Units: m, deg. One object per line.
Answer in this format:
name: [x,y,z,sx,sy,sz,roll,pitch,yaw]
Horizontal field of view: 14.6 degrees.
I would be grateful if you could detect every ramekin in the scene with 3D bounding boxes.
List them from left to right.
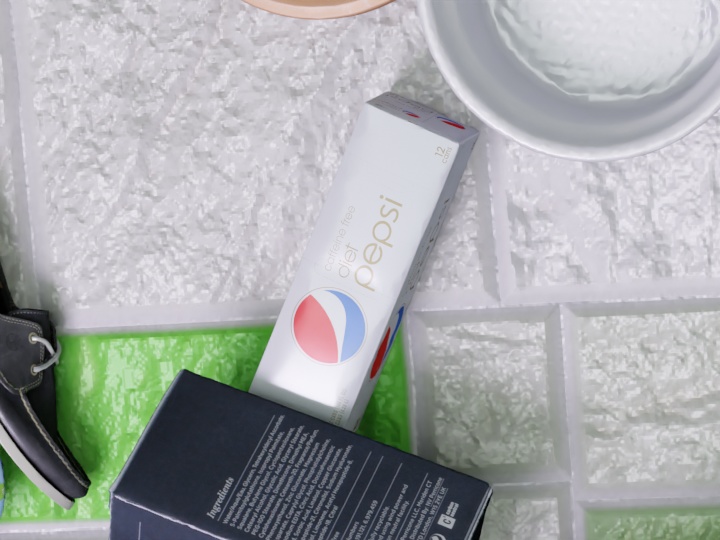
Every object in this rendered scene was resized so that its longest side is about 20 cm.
ramekin: [0.137,-0.167,1.585,0.199,0.098,0.202,2,100,13]

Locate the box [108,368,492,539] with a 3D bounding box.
box: [-0.040,0.172,1.641,0.199,0.107,0.149,20,138,9]

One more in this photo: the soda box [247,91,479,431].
soda box: [0.000,0.000,1.657,0.063,0.068,0.201,23,103,8]

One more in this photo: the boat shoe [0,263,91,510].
boat shoe: [-0.213,0.052,1.716,0.067,0.072,0.201,-29,94,0]

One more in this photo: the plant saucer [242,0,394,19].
plant saucer: [-0.027,-0.247,1.646,0.199,0.032,0.202,2,98,13]

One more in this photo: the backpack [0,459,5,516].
backpack: [-0.324,0.136,1.706,0.200,0.134,0.183,-34,89,26]
